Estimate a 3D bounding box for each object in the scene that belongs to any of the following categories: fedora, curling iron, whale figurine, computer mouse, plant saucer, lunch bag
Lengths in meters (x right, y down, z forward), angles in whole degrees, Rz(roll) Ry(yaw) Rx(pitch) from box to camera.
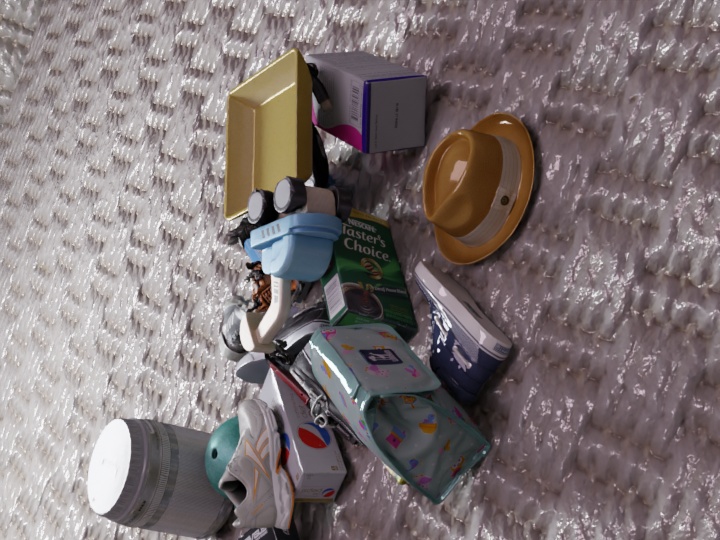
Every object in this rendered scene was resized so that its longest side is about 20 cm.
[{"bbox_3d":[0.133,-0.110,1.569,0.200,0.081,0.204,-30,51,47],"label":"fedora"},{"bbox_3d":[-0.071,0.170,1.722,0.200,0.025,0.050,47,143,25],"label":"curling iron"},{"bbox_3d":[-0.153,0.286,1.788,0.199,0.103,0.161,31,100,51],"label":"whale figurine"},{"bbox_3d":[-0.068,-0.201,1.793,0.140,0.046,0.203,-24,82,52],"label":"computer mouse"},{"bbox_3d":[-0.124,-0.184,1.756,0.199,0.048,0.204,-20,66,52],"label":"plant saucer"},{"bbox_3d":[0.036,0.153,1.471,0.122,0.200,0.171,-46,36,3],"label":"lunch bag"}]

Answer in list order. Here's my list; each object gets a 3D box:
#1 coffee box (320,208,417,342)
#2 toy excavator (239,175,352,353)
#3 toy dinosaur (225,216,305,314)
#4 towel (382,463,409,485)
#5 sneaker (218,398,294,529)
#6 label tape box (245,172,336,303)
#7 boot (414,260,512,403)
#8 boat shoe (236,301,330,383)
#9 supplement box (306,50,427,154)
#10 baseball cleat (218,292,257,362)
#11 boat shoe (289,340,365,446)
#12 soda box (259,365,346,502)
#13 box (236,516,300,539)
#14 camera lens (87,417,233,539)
[{"bbox_3d":[0.000,0.000,1.681,0.044,0.122,0.202,-47,39,34],"label":"coffee box"},{"bbox_3d":[-0.100,-0.003,1.647,0.193,0.099,0.204,-19,68,51],"label":"toy excavator"},{"bbox_3d":[-0.109,-0.020,1.795,0.200,0.102,0.136,-44,53,-3],"label":"toy dinosaur"},{"bbox_3d":[0.035,0.194,1.637,0.087,0.018,0.200,-60,34,11],"label":"towel"},{"bbox_3d":[-0.152,0.260,1.690,0.076,0.090,0.202,107,153,-44],"label":"sneaker"},{"bbox_3d":[-0.090,-0.075,1.901,0.201,0.065,0.144,-57,37,17],"label":"label tape box"},{"bbox_3d":[0.104,0.072,1.536,0.091,0.072,0.200,-55,37,14],"label":"boot"},{"bbox_3d":[-0.109,0.103,1.824,0.199,0.073,0.069,-36,41,40],"label":"boat shoe"},{"bbox_3d":[0.004,-0.244,1.780,0.200,0.102,0.103,35,129,54],"label":"supplement box"},{"bbox_3d":[-0.176,0.094,1.938,0.200,0.069,0.108,-163,83,-77],"label":"baseball cleat"},{"bbox_3d":[-0.036,0.175,1.639,0.068,0.073,0.200,-47,52,8],"label":"boat shoe"},{"bbox_3d":[-0.083,0.226,1.735,0.201,0.067,0.064,-113,36,-45],"label":"soda box"},{"bbox_3d":[-0.141,0.452,1.720,0.200,0.043,0.162,-43,56,37],"label":"box"},{"bbox_3d":[-0.295,0.316,1.896,0.159,0.198,0.163,-30,51,45],"label":"camera lens"}]
